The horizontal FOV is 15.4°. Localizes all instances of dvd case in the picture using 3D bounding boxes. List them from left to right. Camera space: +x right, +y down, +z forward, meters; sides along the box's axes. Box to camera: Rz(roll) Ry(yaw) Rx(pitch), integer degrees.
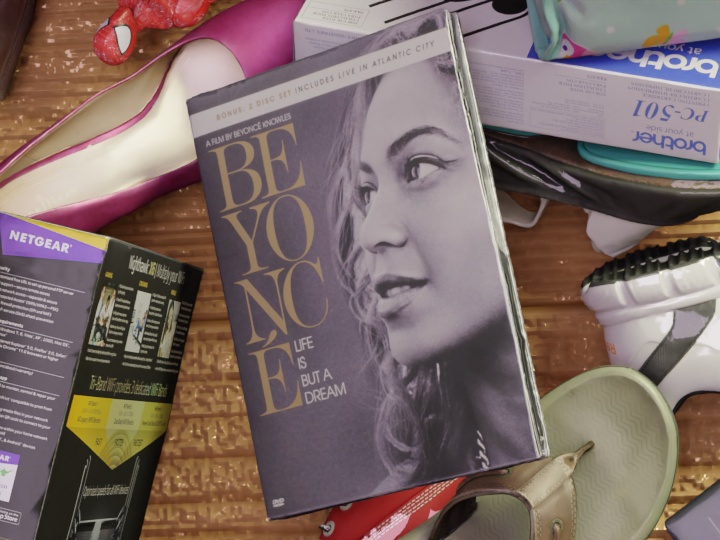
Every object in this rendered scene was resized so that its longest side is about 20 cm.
[{"bbox_3d":[0.000,0.000,1.186,0.148,0.016,0.201,-16,81,33],"label":"dvd case"}]

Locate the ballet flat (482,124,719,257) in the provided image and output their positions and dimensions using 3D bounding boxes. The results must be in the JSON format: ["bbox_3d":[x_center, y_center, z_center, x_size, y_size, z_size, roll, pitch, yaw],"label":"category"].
[{"bbox_3d":[0.098,-0.050,1.237,0.199,0.068,0.069,15,130,20],"label":"ballet flat"}]

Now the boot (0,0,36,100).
[{"bbox_3d":[-0.224,-0.196,1.303,0.186,0.064,0.200,26,95,8],"label":"boot"}]

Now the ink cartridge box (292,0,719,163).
[{"bbox_3d":[0.078,-0.108,1.220,0.199,0.094,0.044,11,132,15],"label":"ink cartridge box"}]

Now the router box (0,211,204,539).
[{"bbox_3d":[-0.131,0.063,1.196,0.052,0.200,0.158,13,87,9],"label":"router box"}]

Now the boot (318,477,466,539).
[{"bbox_3d":[-0.003,0.103,1.240,0.200,0.072,0.145,-31,81,-2],"label":"boot"}]

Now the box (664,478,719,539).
[{"bbox_3d":[0.266,0.137,1.173,0.182,0.104,0.200,-38,81,6],"label":"box"}]

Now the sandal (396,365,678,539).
[{"bbox_3d":[0.062,0.123,1.172,0.201,0.057,0.080,-41,81,-7],"label":"sandal"}]

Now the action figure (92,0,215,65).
[{"bbox_3d":[-0.074,-0.187,1.274,0.065,0.052,0.200,28,89,16],"label":"action figure"}]

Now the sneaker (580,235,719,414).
[{"bbox_3d":[0.206,0.015,1.218,0.199,0.074,0.080,-14,98,13],"label":"sneaker"}]

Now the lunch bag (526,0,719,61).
[{"bbox_3d":[0.144,-0.201,1.194,0.170,0.122,0.200,-9,48,-1],"label":"lunch bag"}]

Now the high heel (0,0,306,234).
[{"bbox_3d":[-0.102,-0.072,1.253,0.200,0.096,0.067,-33,79,6],"label":"high heel"}]
